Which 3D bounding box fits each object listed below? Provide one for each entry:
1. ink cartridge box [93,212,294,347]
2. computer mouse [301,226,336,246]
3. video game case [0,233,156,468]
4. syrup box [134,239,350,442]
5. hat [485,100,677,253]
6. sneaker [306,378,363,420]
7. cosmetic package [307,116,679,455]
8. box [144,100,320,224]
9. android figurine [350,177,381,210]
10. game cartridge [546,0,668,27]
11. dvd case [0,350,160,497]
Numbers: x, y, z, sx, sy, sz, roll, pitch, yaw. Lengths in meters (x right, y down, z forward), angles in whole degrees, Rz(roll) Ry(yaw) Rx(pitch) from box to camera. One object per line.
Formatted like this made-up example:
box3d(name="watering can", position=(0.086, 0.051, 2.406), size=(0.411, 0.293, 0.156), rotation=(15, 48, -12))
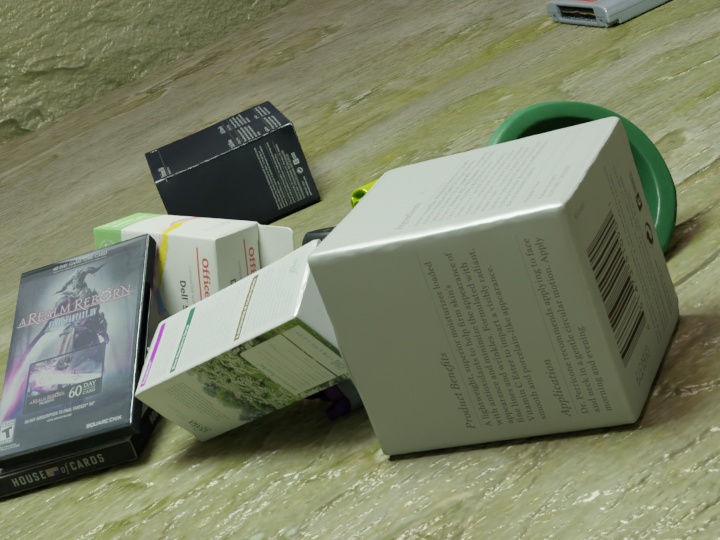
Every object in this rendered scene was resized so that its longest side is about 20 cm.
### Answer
box3d(name="ink cartridge box", position=(-0.153, 0.014, 1.323), size=(0.199, 0.118, 0.067), rotation=(5, 17, 36))
box3d(name="computer mouse", position=(0.029, -0.032, 1.444), size=(0.198, 0.034, 0.058), rotation=(-5, 8, 30))
box3d(name="video game case", position=(-0.251, 0.069, 1.253), size=(0.142, 0.019, 0.202), rotation=(-16, 52, 19))
box3d(name="syrup box", position=(-0.083, 0.060, 1.122), size=(0.199, 0.079, 0.082), rotation=(-26, 37, 39))
box3d(name="hat", position=(0.171, -0.038, 1.236), size=(0.198, 0.167, 0.176), rotation=(0, -19, -16))
box3d(name="sneaker", position=(-0.027, 0.061, 1.174), size=(0.087, 0.075, 0.200), rotation=(-31, 20, -10))
box3d(name="cosmetic package", position=(0.100, 0.012, 1.013), size=(0.198, 0.166, 0.165), rotation=(-10, 21, 29))
box3d(name="box", position=(-0.165, -0.120, 1.782), size=(0.181, 0.105, 0.200), rotation=(-23, 18, -5))
box3d(name="android figurine", position=(0.080, -0.027, 1.224), size=(0.182, 0.041, 0.199), rotation=(37, 43, 28))
box3d(name="game cartridge", position=(0.367, -0.396, 2.051), size=(0.132, 0.041, 0.200), rotation=(-22, 18, -13))
box3d(name="dvd case", position=(-0.246, 0.133, 1.298), size=(0.149, 0.025, 0.200), rotation=(-17, 19, 15))
